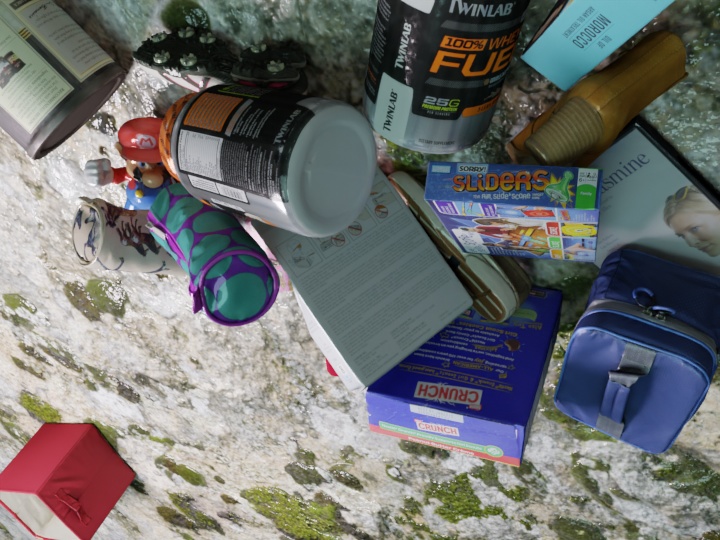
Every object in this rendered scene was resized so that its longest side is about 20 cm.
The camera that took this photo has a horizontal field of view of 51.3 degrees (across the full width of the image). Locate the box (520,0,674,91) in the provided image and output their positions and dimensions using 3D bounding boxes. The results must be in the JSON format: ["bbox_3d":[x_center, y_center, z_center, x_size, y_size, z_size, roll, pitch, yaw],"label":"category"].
[{"bbox_3d":[0.186,-0.204,0.529,0.049,0.082,0.200,35,171,-3],"label":"box"}]

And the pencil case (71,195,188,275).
[{"bbox_3d":[-0.242,-0.040,0.900,0.078,0.200,0.090,10,94,49],"label":"pencil case"}]

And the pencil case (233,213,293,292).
[{"bbox_3d":[-0.114,-0.069,0.886,0.086,0.083,0.200,10,134,35],"label":"pencil case"}]

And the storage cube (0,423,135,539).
[{"bbox_3d":[-0.615,0.441,1.558,0.200,0.180,0.171,-8,124,33],"label":"storage cube"}]

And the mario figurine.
[{"bbox_3d":[-0.260,-0.097,0.919,0.106,0.123,0.200,35,142,14],"label":"mario figurine"}]

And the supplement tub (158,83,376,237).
[{"bbox_3d":[-0.093,-0.110,0.706,0.200,0.123,0.123,20,139,39],"label":"supplement tub"}]

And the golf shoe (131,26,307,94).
[{"bbox_3d":[-0.151,-0.200,0.796,0.200,0.077,0.088,16,142,17],"label":"golf shoe"}]

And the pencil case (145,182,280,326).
[{"bbox_3d":[-0.159,-0.021,0.782,0.200,0.092,0.085,41,135,51],"label":"pencil case"}]

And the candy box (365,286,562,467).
[{"bbox_3d":[0.119,0.099,0.825,0.169,0.200,0.077,10,133,21],"label":"candy box"}]

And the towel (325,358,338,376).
[{"bbox_3d":[0.039,0.116,1.016,0.200,0.023,0.145,12,134,19],"label":"towel"}]

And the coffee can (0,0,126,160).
[{"bbox_3d":[-0.385,-0.245,0.830,0.200,0.146,0.146,46,135,-15],"label":"coffee can"}]

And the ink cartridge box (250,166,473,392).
[{"bbox_3d":[0.000,0.000,0.781,0.200,0.160,0.047,55,155,3],"label":"ink cartridge box"}]

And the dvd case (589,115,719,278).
[{"bbox_3d":[0.284,-0.043,0.737,0.200,0.018,0.143,40,137,-9],"label":"dvd case"}]

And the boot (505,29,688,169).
[{"bbox_3d":[0.206,-0.130,0.653,0.144,0.201,0.071,-37,86,5],"label":"boot"}]

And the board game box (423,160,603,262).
[{"bbox_3d":[0.142,-0.047,0.666,0.135,0.035,0.200,5,171,17],"label":"board game box"}]

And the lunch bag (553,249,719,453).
[{"bbox_3d":[0.280,0.086,0.748,0.136,0.132,0.200,20,146,21],"label":"lunch bag"}]

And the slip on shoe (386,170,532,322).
[{"bbox_3d":[0.106,-0.035,0.817,0.200,0.061,0.076,47,154,10],"label":"slip on shoe"}]

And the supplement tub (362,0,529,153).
[{"bbox_3d":[0.073,-0.209,0.626,0.122,0.123,0.200,21,136,10],"label":"supplement tub"}]
